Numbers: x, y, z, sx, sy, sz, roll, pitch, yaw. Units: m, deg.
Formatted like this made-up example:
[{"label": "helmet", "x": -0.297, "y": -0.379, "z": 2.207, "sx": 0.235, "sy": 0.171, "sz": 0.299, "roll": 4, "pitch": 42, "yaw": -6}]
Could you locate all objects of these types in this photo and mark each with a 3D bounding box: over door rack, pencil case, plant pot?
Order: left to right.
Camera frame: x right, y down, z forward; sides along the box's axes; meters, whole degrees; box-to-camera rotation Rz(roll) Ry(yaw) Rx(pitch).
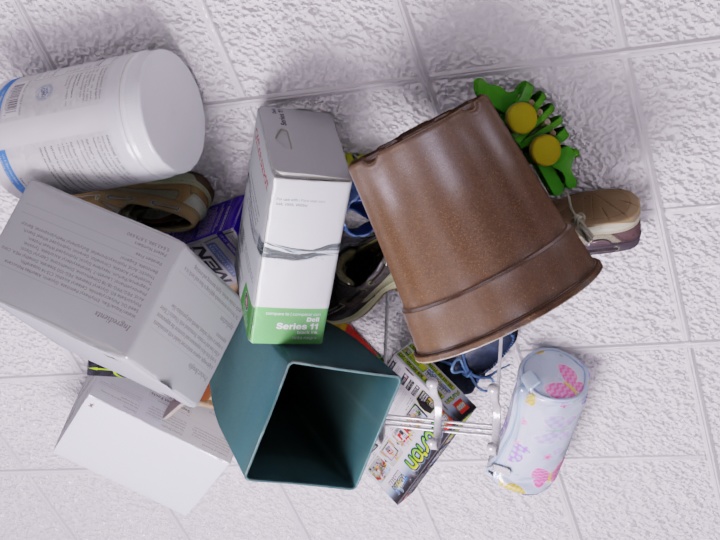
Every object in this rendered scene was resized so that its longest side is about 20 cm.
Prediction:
[{"label": "plant pot", "x": -0.080, "y": 0.119, "z": 1.509, "sx": 0.141, "sy": 0.200, "sz": 0.142, "roll": 11, "pitch": 111, "yaw": -33}, {"label": "over door rack", "x": 0.086, "y": 0.097, "z": 1.516, "sx": 0.147, "sy": 0.201, "sz": 0.067, "roll": 4, "pitch": 176, "yaw": 14}, {"label": "plant pot", "x": 0.098, "y": -0.047, "z": 1.309, "sx": 0.200, "sy": 0.200, "sz": 0.199, "roll": -23, "pitch": 98, "yaw": 34}, {"label": "pencil case", "x": 0.208, "y": 0.181, "z": 1.638, "sx": 0.090, "sy": 0.083, "sz": 0.201, "roll": -1, "pitch": 137, "yaw": -13}]

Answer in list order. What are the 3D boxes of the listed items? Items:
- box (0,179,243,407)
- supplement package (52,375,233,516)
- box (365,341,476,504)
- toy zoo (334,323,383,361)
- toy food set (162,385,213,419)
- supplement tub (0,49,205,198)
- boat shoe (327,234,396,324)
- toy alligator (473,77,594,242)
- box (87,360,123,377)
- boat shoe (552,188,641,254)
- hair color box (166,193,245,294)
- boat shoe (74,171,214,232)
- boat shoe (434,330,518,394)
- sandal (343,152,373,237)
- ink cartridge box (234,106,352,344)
[{"label": "box", "x": -0.253, "y": 0.028, "z": 1.429, "sx": 0.199, "sy": 0.131, "sz": 0.199, "roll": 22, "pitch": 167, "yaw": 20}, {"label": "supplement package", "x": -0.270, "y": 0.202, "z": 1.791, "sx": 0.199, "sy": 0.111, "sz": 0.156, "roll": 28, "pitch": 135, "yaw": -11}, {"label": "box", "x": 0.051, "y": 0.184, "z": 1.634, "sx": 0.110, "sy": 0.035, "sz": 0.200, "roll": 45, "pitch": 139, "yaw": 14}, {"label": "toy zoo", "x": -0.061, "y": 0.094, "z": 1.681, "sx": 0.131, "sy": 0.021, "sz": 0.200, "roll": -21, "pitch": 125, "yaw": 34}, {"label": "toy food set", "x": -0.124, "y": 0.172, "z": 1.692, "sx": 0.199, "sy": 0.061, "sz": 0.143, "roll": 16, "pitch": 149, "yaw": -23}, {"label": "supplement tub", "x": -0.276, "y": -0.148, "z": 1.424, "sx": 0.199, "sy": 0.132, "sz": 0.132, "roll": -6, "pitch": 132, "yaw": 24}, {"label": "boat shoe", "x": 0.000, "y": 0.000, "z": 1.513, "sx": 0.065, "sy": 0.074, "sz": 0.200, "roll": 19, "pitch": 146, "yaw": -30}, {"label": "toy alligator", "x": 0.186, "y": -0.120, "z": 1.352, "sx": 0.054, "sy": 0.059, "sz": 0.200, "roll": -40, "pitch": 104, "yaw": -5}, {"label": "box", "x": -0.224, "y": 0.093, "z": 1.646, "sx": 0.199, "sy": 0.036, "sz": 0.143, "roll": 3, "pitch": 154, "yaw": -10}, {"label": "boat shoe", "x": 0.193, "y": -0.038, "z": 1.433, "sx": 0.199, "sy": 0.072, "sz": 0.065, "roll": -7, "pitch": 127, "yaw": 15}, {"label": "hair color box", "x": -0.184, "y": -0.005, "z": 1.589, "sx": 0.199, "sy": 0.065, "sz": 0.109, "roll": -17, "pitch": 128, "yaw": 33}, {"label": "boat shoe", "x": -0.264, "y": -0.067, "z": 1.541, "sx": 0.199, "sy": 0.076, "sz": 0.072, "roll": -6, "pitch": 134, "yaw": 24}, {"label": "boat shoe", "x": 0.120, "y": 0.120, "z": 1.615, "sx": 0.084, "sy": 0.069, "sz": 0.200, "roll": 27, "pitch": 136, "yaw": -10}, {"label": "sandal", "x": 0.051, "y": -0.074, "z": 1.430, "sx": 0.199, "sy": 0.087, "sz": 0.080, "roll": -4, "pitch": 131, "yaw": 19}, {"label": "ink cartridge box", "x": -0.072, "y": -0.047, "z": 1.413, "sx": 0.083, "sy": 0.147, "sz": 0.201, "roll": 2, "pitch": 124, "yaw": -13}]
